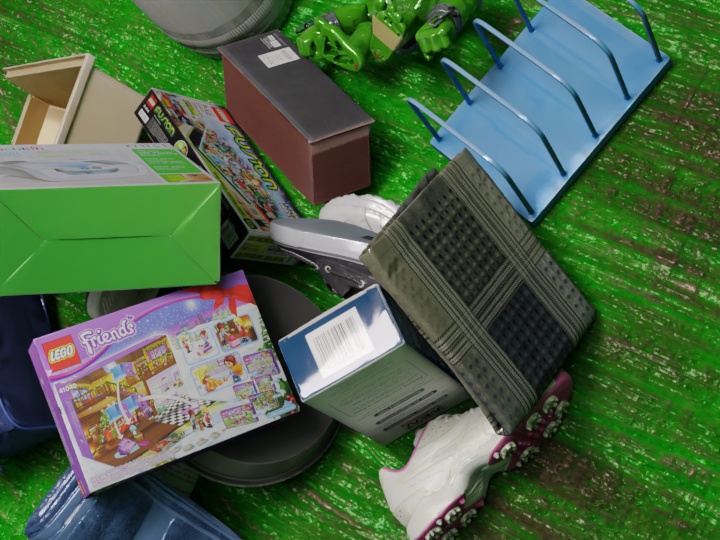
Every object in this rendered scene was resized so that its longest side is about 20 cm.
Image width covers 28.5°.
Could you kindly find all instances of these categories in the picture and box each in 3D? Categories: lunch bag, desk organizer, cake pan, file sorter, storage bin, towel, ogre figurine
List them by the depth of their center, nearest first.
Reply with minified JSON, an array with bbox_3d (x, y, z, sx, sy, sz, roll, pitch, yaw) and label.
[{"bbox_3d":[0.099,0.015,1.192,0.201,0.193,0.034,51,134,-7],"label":"towel"},{"bbox_3d":[-0.190,0.242,1.245,0.112,0.200,0.048,-54,28,-12],"label":"towel"},{"bbox_3d":[-0.100,0.093,1.287,0.198,0.037,0.203,6,71,-18],"label":"cake pan"},{"bbox_3d":[0.160,-0.174,1.293,0.139,0.123,0.200,40,89,27],"label":"file sorter"},{"bbox_3d":[0.036,-0.242,1.363,0.120,0.199,0.099,-38,99,-35],"label":"ogre figurine"},{"bbox_3d":[-0.381,0.106,1.398,0.131,0.136,0.202,-23,76,17],"label":"lunch bag"},{"bbox_3d":[-0.065,-0.153,1.400,0.071,0.078,0.200,-20,43,-22],"label":"desk organizer"},{"bbox_3d":[-0.323,-0.103,1.445,0.197,0.093,0.202,3,72,49],"label":"storage bin"}]

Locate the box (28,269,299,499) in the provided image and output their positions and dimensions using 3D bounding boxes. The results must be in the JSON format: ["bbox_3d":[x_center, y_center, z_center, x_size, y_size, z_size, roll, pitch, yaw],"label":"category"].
[{"bbox_3d":[-0.167,0.095,1.218,0.198,0.039,0.138,-18,80,-25],"label":"box"}]

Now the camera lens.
[{"bbox_3d":[-0.169,-0.322,1.432,0.158,0.200,0.162,-7,69,19],"label":"camera lens"}]

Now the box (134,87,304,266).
[{"bbox_3d":[-0.131,-0.091,1.386,0.035,0.110,0.201,-48,61,23],"label":"box"}]

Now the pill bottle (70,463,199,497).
[{"bbox_3d":[-0.206,0.181,1.321,0.113,0.113,0.202,23,82,27],"label":"pill bottle"}]

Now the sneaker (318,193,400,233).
[{"bbox_3d":[0.039,-0.008,1.312,0.198,0.078,0.100,17,83,28],"label":"sneaker"}]

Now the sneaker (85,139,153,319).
[{"bbox_3d":[-0.236,-0.043,1.440,0.084,0.075,0.201,17,73,32],"label":"sneaker"}]

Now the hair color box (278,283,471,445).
[{"bbox_3d":[0.018,0.085,1.215,0.099,0.200,0.061,-30,65,10],"label":"hair color box"}]

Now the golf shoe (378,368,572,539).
[{"bbox_3d":[0.097,0.147,1.236,0.200,0.075,0.092,-45,59,1],"label":"golf shoe"}]

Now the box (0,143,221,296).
[{"bbox_3d":[-0.241,-0.048,1.252,0.176,0.198,0.098,-142,52,-62],"label":"box"}]

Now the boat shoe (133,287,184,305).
[{"bbox_3d":[-0.175,0.009,1.398,0.066,0.074,0.201,25,73,-17],"label":"boat shoe"}]

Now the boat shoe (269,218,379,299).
[{"bbox_3d":[0.000,0.000,1.272,0.198,0.070,0.067,14,105,27],"label":"boat shoe"}]
